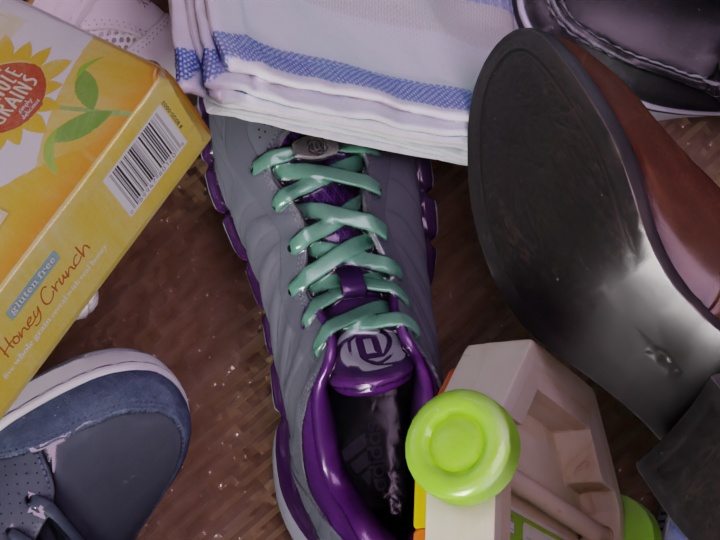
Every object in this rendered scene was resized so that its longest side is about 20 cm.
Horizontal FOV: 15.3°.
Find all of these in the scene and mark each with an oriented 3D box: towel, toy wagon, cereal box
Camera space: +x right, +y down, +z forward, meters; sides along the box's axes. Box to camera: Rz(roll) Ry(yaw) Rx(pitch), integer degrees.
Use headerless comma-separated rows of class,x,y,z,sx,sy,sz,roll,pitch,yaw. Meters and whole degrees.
towel,-0.007,-0.132,0.854,0.146,0.024,0.201,11,65,-41
toy wagon,0.051,0.126,0.813,0.039,0.155,0.201,-5,71,23
cereal box,-0.160,-0.029,0.791,0.200,0.040,0.144,27,74,35

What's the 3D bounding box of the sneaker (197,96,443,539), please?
sneaker,0.000,0.000,0.843,0.074,0.088,0.201,-13,93,-12

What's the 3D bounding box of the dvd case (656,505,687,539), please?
dvd case,0.162,0.124,0.907,0.142,0.018,0.201,17,78,-10

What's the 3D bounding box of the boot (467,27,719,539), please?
boot,0.143,-0.003,0.856,0.199,0.069,0.189,-9,54,-45

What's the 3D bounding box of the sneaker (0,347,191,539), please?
sneaker,-0.100,0.124,0.784,0.202,0.146,0.077,-45,131,-9

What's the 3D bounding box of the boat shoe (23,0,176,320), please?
boat shoe,-0.113,-0.005,0.839,0.069,0.071,0.201,31,76,-6

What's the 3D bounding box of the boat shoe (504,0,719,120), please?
boat shoe,0.145,-0.080,0.905,0.198,0.068,0.074,15,79,-9
